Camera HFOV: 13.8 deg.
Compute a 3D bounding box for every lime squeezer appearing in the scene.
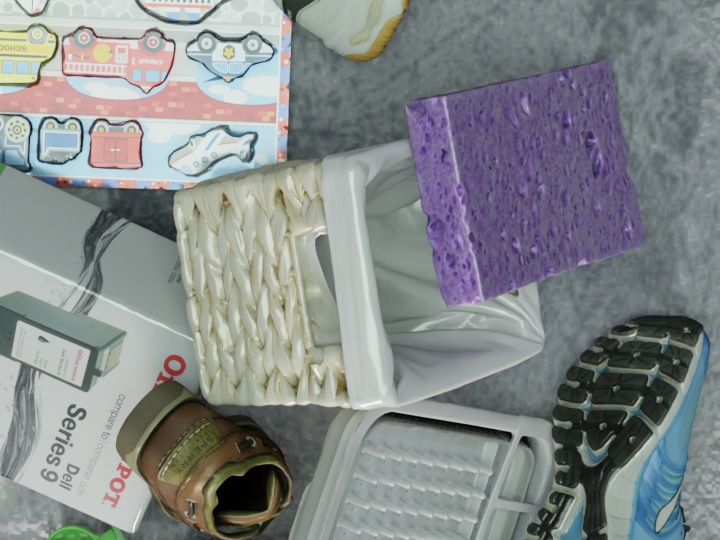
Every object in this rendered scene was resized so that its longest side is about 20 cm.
[{"bbox_3d":[-0.161,0.164,1.697,0.199,0.070,0.038,-6,84,42],"label":"lime squeezer"}]

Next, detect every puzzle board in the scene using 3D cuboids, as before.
[{"bbox_3d":[-0.139,-0.123,1.713,0.198,0.017,0.152,2,95,-1],"label":"puzzle board"}]

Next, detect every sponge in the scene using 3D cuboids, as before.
[{"bbox_3d":[0.094,-0.051,1.638,0.030,0.200,0.112,-9,95,32],"label":"sponge"}]

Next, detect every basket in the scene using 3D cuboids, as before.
[{"bbox_3d":[0.000,0.000,1.626,0.123,0.200,0.137,-7,94,30],"label":"basket"}]

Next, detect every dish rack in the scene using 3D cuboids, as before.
[{"bbox_3d":[0.025,0.152,1.672,0.043,0.199,0.173,22,96,37],"label":"dish rack"}]

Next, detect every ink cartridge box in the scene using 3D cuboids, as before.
[{"bbox_3d":[-0.182,0.036,1.667,0.199,0.084,0.146,24,121,-2],"label":"ink cartridge box"}]

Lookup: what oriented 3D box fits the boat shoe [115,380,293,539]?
[{"bbox_3d":[-0.074,0.121,1.639,0.068,0.200,0.072,38,91,21],"label":"boat shoe"}]

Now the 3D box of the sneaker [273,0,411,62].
[{"bbox_3d":[0.016,-0.221,1.677,0.087,0.076,0.201,28,93,-3],"label":"sneaker"}]

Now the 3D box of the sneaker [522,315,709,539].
[{"bbox_3d":[0.154,0.121,1.716,0.078,0.090,0.201,15,78,40],"label":"sneaker"}]
